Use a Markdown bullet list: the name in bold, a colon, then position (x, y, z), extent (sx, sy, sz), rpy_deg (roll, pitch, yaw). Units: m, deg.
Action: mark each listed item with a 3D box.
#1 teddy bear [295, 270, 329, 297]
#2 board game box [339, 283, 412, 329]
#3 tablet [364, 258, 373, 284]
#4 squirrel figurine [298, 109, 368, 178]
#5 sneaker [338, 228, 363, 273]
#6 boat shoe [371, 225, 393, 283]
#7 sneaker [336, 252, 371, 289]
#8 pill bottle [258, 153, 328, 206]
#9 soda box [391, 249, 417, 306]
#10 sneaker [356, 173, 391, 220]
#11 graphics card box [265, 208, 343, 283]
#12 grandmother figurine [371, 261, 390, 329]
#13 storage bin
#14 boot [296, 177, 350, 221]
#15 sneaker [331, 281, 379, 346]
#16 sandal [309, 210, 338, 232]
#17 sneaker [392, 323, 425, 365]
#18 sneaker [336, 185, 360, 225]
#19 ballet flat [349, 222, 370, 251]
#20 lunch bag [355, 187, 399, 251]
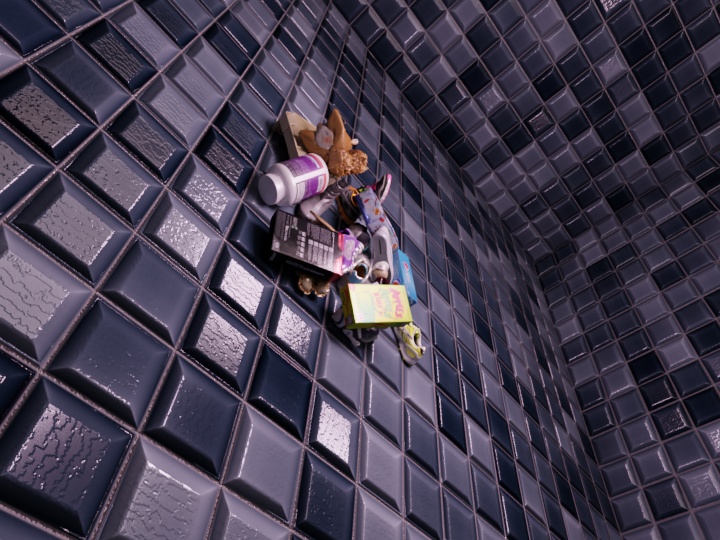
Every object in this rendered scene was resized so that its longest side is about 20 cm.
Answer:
- **teddy bear**: position (-0.138, -0.023, 1.383), extent (0.142, 0.066, 0.206), rpy_deg (-9, 69, -43)
- **board game box**: position (0.042, 0.094, 1.393), extent (0.194, 0.047, 0.106), rpy_deg (3, 66, -37)
- **tablet**: position (0.017, 0.016, 1.659), extent (0.198, 0.013, 0.134), rpy_deg (6, 56, -59)
- **squirrel figurine**: position (-0.066, -0.367, 1.613), extent (0.204, 0.139, 0.186), rpy_deg (59, 15, 4)
- **sneaker**: position (-0.055, -0.052, 1.495), extent (0.090, 0.078, 0.202), rpy_deg (61, 27, -21)
- **boat shoe**: position (0.074, -0.037, 1.618), extent (0.067, 0.071, 0.206), rpy_deg (-56, 153, -51)
- **sneaker**: position (0.000, 0.000, 1.547), extent (0.077, 0.080, 0.201), rpy_deg (44, 31, -10)
- **pill bottle**: position (-0.184, -0.245, 1.448), extent (0.198, 0.112, 0.115), rpy_deg (-30, 85, -46)
- **soda box**: position (0.137, 0.030, 1.795), extent (0.067, 0.063, 0.205), rpy_deg (35, 34, -37)
- **sneaker**: position (0.030, -0.259, 1.795), extent (0.086, 0.200, 0.075), rpy_deg (30, 43, -15)
- **graphics card box**: position (-0.137, -0.060, 1.325), extent (0.194, 0.051, 0.130), rpy_deg (20, 53, -26)
- **grandmother figurine**: position (0.052, 0.069, 1.539), extent (0.060, 0.118, 0.208), rpy_deg (33, 56, -44)
- **storage bin**: position (-0.169, -0.361, 1.655), extent (0.196, 0.092, 0.206), rpy_deg (19, 46, -51)
- **boot**: position (-0.107, -0.214, 1.557), extent (0.070, 0.130, 0.201), rpy_deg (49, 27, -13)
- **sneaker**: position (0.015, 0.128, 1.442), extent (0.133, 0.078, 0.199), rpy_deg (60, 36, -9)
- **sandal**: position (-0.114, -0.105, 1.508), extent (0.077, 0.071, 0.211), rpy_deg (37, 1, 12)
- **sneaker**: position (0.147, 0.185, 1.631), extent (0.074, 0.076, 0.206), rpy_deg (14, 48, -51)
- **sneaker**: position (-0.044, -0.254, 1.774), extent (0.077, 0.076, 0.205), rpy_deg (6, 54, -55)
- **ballet flat**: position (-0.010, -0.112, 1.665), extent (0.074, 0.072, 0.201), rpy_deg (49, 10, -14)
- **lunch bag**: position (0.052, -0.152, 1.680), extent (0.203, 0.074, 0.162), rpy_deg (63, 3, -38)
